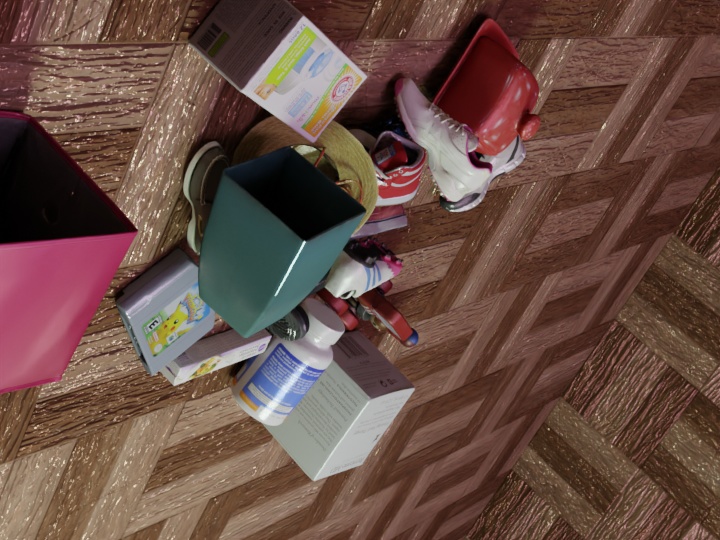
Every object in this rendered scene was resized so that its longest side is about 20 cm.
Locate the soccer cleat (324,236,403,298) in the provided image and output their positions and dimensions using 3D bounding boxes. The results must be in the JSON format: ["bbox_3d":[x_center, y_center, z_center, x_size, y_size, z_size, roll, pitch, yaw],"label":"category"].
[{"bbox_3d":[0.000,0.000,1.743,0.087,0.070,0.200,-54,164,13],"label":"soccer cleat"}]

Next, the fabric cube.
[{"bbox_3d":[-0.376,-0.016,1.129,0.196,0.200,0.200,-11,139,-55],"label":"fabric cube"}]

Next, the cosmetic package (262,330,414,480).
[{"bbox_3d":[-0.043,0.242,2.128,0.167,0.166,0.201,-5,134,-57],"label":"cosmetic package"}]

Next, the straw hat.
[{"bbox_3d":[-0.073,-0.136,1.574,0.202,0.200,0.085,-60,-167,26],"label":"straw hat"}]

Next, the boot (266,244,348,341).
[{"bbox_3d":[-0.069,0.023,1.766,0.199,0.164,0.066,-27,123,-33],"label":"boot"}]

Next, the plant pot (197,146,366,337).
[{"bbox_3d":[-0.116,-0.024,1.488,0.141,0.141,0.201,-29,153,-52],"label":"plant pot"}]

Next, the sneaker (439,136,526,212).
[{"bbox_3d":[0.206,-0.183,2.042,0.200,0.073,0.080,-45,142,-18],"label":"sneaker"}]

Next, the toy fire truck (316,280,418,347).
[{"bbox_3d":[0.024,0.061,1.962,0.112,0.168,0.200,-45,156,-5],"label":"toy fire truck"}]

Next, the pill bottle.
[{"bbox_3d":[-0.115,0.147,1.913,0.200,0.112,0.112,-51,156,17],"label":"pill bottle"}]

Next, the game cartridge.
[{"bbox_3d":[-0.265,0.058,1.632,0.133,0.040,0.201,-43,156,-20],"label":"game cartridge"}]

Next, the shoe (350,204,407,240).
[{"bbox_3d":[-0.001,-0.095,1.734,0.071,0.092,0.200,-14,-179,32],"label":"shoe"}]

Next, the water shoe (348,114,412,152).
[{"bbox_3d":[0.033,-0.198,1.735,0.200,0.071,0.080,17,86,-63],"label":"water shoe"}]

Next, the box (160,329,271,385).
[{"bbox_3d":[-0.222,0.126,1.802,0.199,0.041,0.039,-19,145,-49],"label":"box"}]

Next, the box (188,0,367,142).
[{"bbox_3d":[-0.092,-0.248,1.375,0.113,0.101,0.200,-49,156,5],"label":"box"}]

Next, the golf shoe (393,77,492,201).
[{"bbox_3d":[0.122,-0.203,1.714,0.091,0.201,0.075,-24,-162,26],"label":"golf shoe"}]

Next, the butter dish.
[{"bbox_3d":[0.213,-0.254,1.813,0.201,0.147,0.199,-56,155,4],"label":"butter dish"}]

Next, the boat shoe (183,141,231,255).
[{"bbox_3d":[-0.187,-0.082,1.518,0.072,0.060,0.203,-33,152,-29],"label":"boat shoe"}]

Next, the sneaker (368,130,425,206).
[{"bbox_3d":[0.000,-0.131,1.632,0.198,0.072,0.113,-17,154,-22],"label":"sneaker"}]
